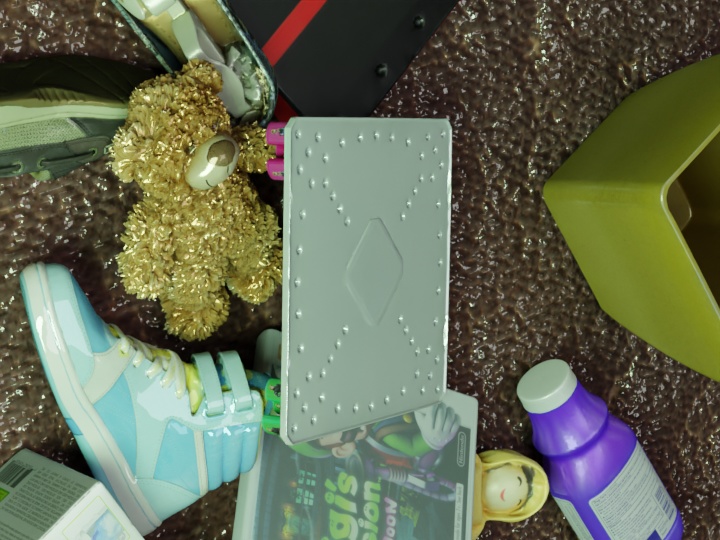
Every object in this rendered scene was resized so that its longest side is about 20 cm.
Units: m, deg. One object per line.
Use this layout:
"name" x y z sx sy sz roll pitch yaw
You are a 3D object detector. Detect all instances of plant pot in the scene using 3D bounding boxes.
"plant pot" 0.266 -0.048 1.270 0.200 0.176 0.201 -45 118 -24

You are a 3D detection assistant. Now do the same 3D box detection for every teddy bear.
"teddy bear" -0.094 -0.034 1.029 0.144 0.067 0.202 -16 134 -27

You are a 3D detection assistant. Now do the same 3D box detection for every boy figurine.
"boy figurine" 0.055 0.179 1.208 0.198 0.064 0.126 -5 95 -33

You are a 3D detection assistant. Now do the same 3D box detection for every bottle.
"bottle" 0.190 0.160 1.304 0.084 0.065 0.201 -47 119 -24

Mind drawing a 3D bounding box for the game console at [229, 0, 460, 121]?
"game console" -0.020 -0.205 1.135 0.177 0.031 0.201 47 67 -25

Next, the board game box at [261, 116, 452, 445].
"board game box" 0.000 0.000 1.072 0.199 0.026 0.203 -8 101 -57

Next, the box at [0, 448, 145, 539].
"box" -0.169 0.226 1.014 0.101 0.112 0.201 -44 120 -24

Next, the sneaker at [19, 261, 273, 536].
"sneaker" -0.129 0.062 1.025 0.129 0.080 0.202 -24 120 -7

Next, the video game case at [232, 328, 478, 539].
"video game case" 0.000 0.158 1.119 0.180 0.023 0.202 20 59 -25

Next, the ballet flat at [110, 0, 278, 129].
"ballet flat" -0.115 -0.165 1.030 0.200 0.074 0.074 49 67 -27

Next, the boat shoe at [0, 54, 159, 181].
"boat shoe" -0.196 -0.089 0.992 0.200 0.072 0.067 -11 128 -48
